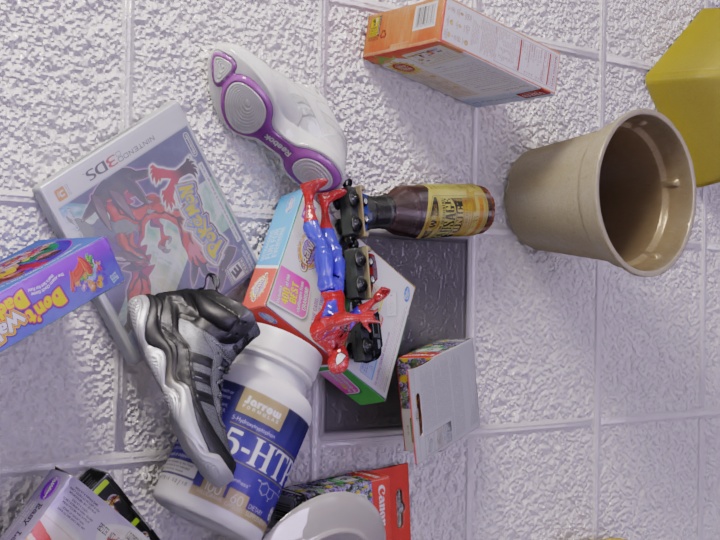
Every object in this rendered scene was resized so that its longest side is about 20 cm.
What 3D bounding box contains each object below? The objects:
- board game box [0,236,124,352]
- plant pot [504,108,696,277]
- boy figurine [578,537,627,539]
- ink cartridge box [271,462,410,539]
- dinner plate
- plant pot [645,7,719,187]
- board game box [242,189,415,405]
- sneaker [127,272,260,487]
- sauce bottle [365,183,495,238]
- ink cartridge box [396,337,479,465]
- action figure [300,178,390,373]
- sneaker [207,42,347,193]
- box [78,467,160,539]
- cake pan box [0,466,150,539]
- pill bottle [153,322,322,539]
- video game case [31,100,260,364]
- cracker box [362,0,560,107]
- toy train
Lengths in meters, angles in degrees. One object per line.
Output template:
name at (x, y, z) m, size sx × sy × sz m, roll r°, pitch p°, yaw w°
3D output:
board game box at (-0.322, 0.034, 1.060) m, size 0.199 × 0.134 × 0.045 m, roll -33°, pitch 110°, yaw -35°
plant pot at (0.290, -0.093, 1.545) m, size 0.199 × 0.182 × 0.203 m, roll 0°, pitch 90°, yaw -39°
boy figurine at (0.340, 0.417, 1.665) m, size 0.200 × 0.064 × 0.125 m, roll 48°, pitch 64°, yaw -33°
ink cartridge box at (-0.006, 0.286, 1.370) m, size 0.198 × 0.050 × 0.110 m, roll -5°, pitch 94°, yaw -39°
dinner plate at (-0.044, 0.327, 1.276) m, size 0.199 × 0.024 × 0.202 m, roll -18°, pitch 120°, yaw -34°
plant pot at (0.566, -0.261, 1.783) m, size 0.200 × 0.175 × 0.201 m, roll -46°, pitch 117°, yaw -30°
board game box at (-0.030, 0.031, 1.344) m, size 0.200 × 0.040 × 0.154 m, roll 41°, pitch 51°, yaw -33°
sneaker at (-0.138, 0.097, 1.168) m, size 0.113 × 0.076 × 0.202 m, roll -24°, pitch 76°, yaw -15°
sauce bottle at (0.071, -0.068, 1.439) m, size 0.198 × 0.066 × 0.067 m, roll -6°, pitch 94°, yaw -39°
ink cartridge box at (0.079, 0.147, 1.405) m, size 0.200 × 0.050 × 0.110 m, roll -14°, pitch 100°, yaw -63°
action figure at (-0.009, 0.004, 1.264) m, size 0.065 × 0.098 × 0.203 m, roll 22°, pitch 62°, yaw -58°
sneaker at (-0.087, -0.173, 1.315) m, size 0.200 × 0.074 × 0.100 m, roll 46°, pitch 38°, yaw -27°
box at (-0.264, 0.328, 1.167) m, size 0.200 × 0.047 × 0.194 m, roll -47°, pitch 116°, yaw -29°
cake pan box at (-0.258, 0.313, 1.111) m, size 0.200 × 0.052 × 0.185 m, roll 50°, pitch 64°, yaw -27°
pill bottle at (-0.117, 0.162, 1.243) m, size 0.119 × 0.119 × 0.202 m, roll 36°, pitch 68°, yaw -34°
video game case at (-0.208, -0.040, 1.229) m, size 0.182 × 0.023 × 0.202 m, roll -39°, pitch 114°, yaw -33°
cracker box at (0.120, -0.252, 1.434) m, size 0.199 × 0.133 × 0.058 m, roll 17°, pitch 79°, yaw -39°
toy train at (0.000, 0.000, 1.330) m, size 0.046 × 0.034 × 0.203 m, roll 8°, pitch 73°, yaw -51°
